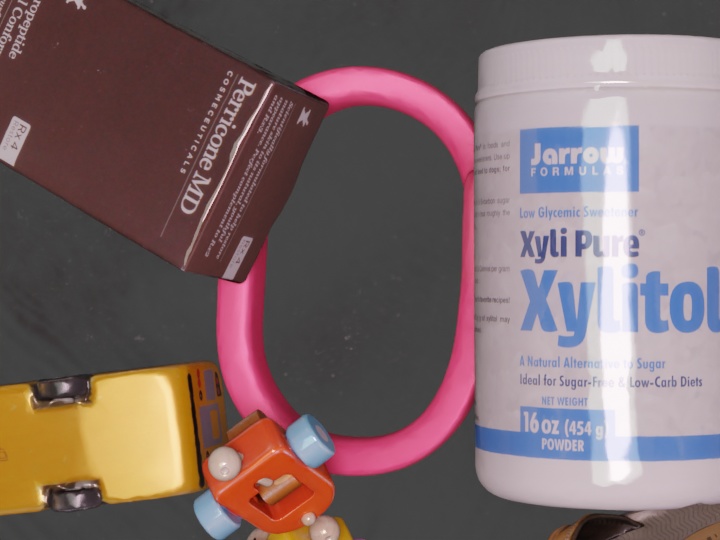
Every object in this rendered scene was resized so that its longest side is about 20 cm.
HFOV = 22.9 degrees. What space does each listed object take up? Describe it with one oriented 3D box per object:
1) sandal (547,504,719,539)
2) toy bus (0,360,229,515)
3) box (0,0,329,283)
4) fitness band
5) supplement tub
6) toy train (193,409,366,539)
[{"bbox_3d":[0.117,0.143,0.810,0.198,0.055,0.082,-23,45,-6],"label":"sandal"},{"bbox_3d":[-0.172,0.088,0.894,0.198,0.078,0.066,-7,89,12],"label":"toy bus"},{"bbox_3d":[-0.126,-0.084,0.871,0.199,0.075,0.101,28,96,20],"label":"box"},{"bbox_3d":[0.000,0.000,0.882,0.142,0.037,0.203,4,90,15],"label":"fitness band"},{"bbox_3d":[0.115,0.001,0.806,0.130,0.132,0.203,-1,90,12],"label":"supplement tub"},{"bbox_3d":[-0.078,0.137,0.853,0.200,0.150,0.056,-40,50,13],"label":"toy train"}]
